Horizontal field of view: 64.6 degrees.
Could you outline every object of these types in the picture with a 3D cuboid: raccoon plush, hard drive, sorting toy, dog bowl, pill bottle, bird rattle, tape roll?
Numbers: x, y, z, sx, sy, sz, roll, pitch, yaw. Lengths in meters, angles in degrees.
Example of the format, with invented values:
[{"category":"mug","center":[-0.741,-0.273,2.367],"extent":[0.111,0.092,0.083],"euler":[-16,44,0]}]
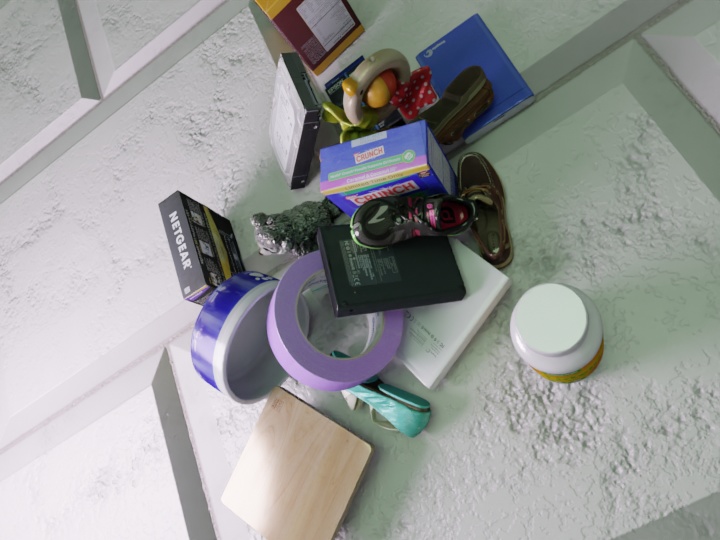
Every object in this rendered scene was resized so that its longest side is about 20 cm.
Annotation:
[{"category":"raccoon plush","center":[-0.107,-0.106,0.990],"extent":[0.096,0.134,0.202],"euler":[26,86,29]},{"category":"hard drive","center":[0.045,-0.010,0.841],"extent":[0.196,0.033,0.142],"euler":[-7,61,-15]},{"category":"sorting toy","center":[-0.090,0.320,0.895],"extent":[0.197,0.069,0.203],"euler":[24,85,28]},{"category":"dog bowl","center":[-0.174,0.107,0.923],"extent":[0.078,0.200,0.203],"euler":[20,84,29]},{"category":"hard drive","center":[0.125,0.061,0.878],"extent":[0.132,0.027,0.201],"euler":[41,100,38]},{"category":"pill bottle","center":[0.254,0.081,0.735],"extent":[0.109,0.200,0.113],"euler":[-7,72,22]},{"category":"bird rattle","center":[0.037,-0.280,0.917],"extent":[0.198,0.163,0.113],"euler":[-32,68,-6]},{"category":"tape roll","center":[-0.038,0.073,0.851],"extent":[0.196,0.066,0.204],"euler":[7,67,-17]},{"category":"hard drive","center":[-0.122,-0.262,1.022],"extent":[0.037,0.201,0.141],"euler":[-12,64,-23]},{"category":"hard drive","center":[0.193,-0.333,0.983],"extent":[0.131,0.025,0.202],"euler":[-31,65,14]}]

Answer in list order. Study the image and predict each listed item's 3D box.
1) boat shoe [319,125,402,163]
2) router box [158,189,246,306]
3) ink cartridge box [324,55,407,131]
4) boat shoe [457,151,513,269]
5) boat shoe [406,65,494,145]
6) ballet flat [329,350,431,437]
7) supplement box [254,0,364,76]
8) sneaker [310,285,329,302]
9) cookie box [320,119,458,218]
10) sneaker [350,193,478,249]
[{"category":"boat shoe","center":[0.028,-0.196,0.992],"extent":[0.196,0.070,0.074],"euler":[-13,43,-2]},{"category":"router box","center":[-0.275,-0.026,1.032],"extent":[0.052,0.157,0.202],"euler":[-29,64,13]},{"category":"ink cartridge box","center":[0.000,-0.317,1.060],"extent":[0.099,0.039,0.202],"euler":[-35,63,12]},{"category":"boat shoe","center":[0.191,-0.104,0.890],"extent":[0.071,0.072,0.204],"euler":[-15,70,20]},{"category":"boat shoe","center":[0.137,-0.233,0.922],"extent":[0.199,0.068,0.072],"euler":[-42,41,8]},{"category":"ballet flat","center":[0.017,0.198,0.888],"extent":[0.198,0.067,0.072],"euler":[25,100,30]},{"category":"supplement box","center":[-0.126,-0.525,1.085],"extent":[0.132,0.200,0.198],"euler":[-40,63,8]},{"category":"sneaker","center":[0.000,0.000,0.958],"extent":[0.197,0.070,0.082],"euler":[-14,89,20]},{"category":"cookie box","center":[0.052,-0.135,0.890],"extent":[0.168,0.200,0.077],"euler":[-10,71,21]},{"category":"sneaker","center":[0.079,-0.080,0.813],"extent":[0.196,0.084,0.078],"euler":[-12,86,-16]}]
